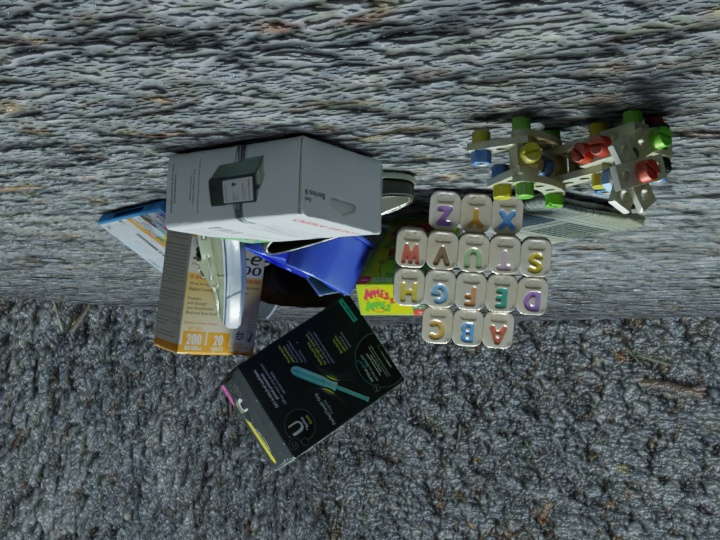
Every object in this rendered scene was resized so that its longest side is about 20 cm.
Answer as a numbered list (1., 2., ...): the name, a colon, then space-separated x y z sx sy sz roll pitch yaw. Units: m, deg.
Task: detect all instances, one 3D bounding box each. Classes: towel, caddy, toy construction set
1. towel: 0.248 -0.073 1.520 0.197 0.035 0.191 9 168 -35
2. caddy: -0.063 -0.046 1.488 0.140 0.107 0.200 21 176 23
3. toy construction set: 0.201 -0.100 1.014 0.129 0.094 0.199 6 -177 -35

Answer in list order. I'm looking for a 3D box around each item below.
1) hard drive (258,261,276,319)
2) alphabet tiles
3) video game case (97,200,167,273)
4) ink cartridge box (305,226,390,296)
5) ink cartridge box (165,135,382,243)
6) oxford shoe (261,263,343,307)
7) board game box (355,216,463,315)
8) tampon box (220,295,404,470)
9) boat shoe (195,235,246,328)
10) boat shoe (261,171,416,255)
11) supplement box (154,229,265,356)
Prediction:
1. hard drive: -0.177 0.013 1.775 0.132 0.043 0.201 10 150 -9
2. alphabet tiles: 0.140 0.001 1.432 0.196 0.199 0.015 4 -165 2
3. video game case: -0.285 -0.044 1.663 0.143 0.018 0.198 41 154 -28
4. ink cartridge box: 0.000 0.000 1.643 0.197 0.049 0.146 -12 -144 -24
5. ink cartridge box: -0.092 -0.082 1.234 0.197 0.086 0.145 -3 172 37
6. oxford shoe: -0.095 0.023 1.684 0.070 0.073 0.199 -21 160 29
7. board game box: 0.071 -0.009 1.556 0.100 0.048 0.201 -1 -152 20
8. tampon box: -0.070 0.159 1.608 0.198 0.151 0.126 -32 175 -24
9. boat shoe: -0.182 -0.018 1.475 0.061 0.203 0.072 1 -152 1
10. boat shoe: -0.027 -0.066 1.344 0.198 0.061 0.072 -12 155 14
11. supplement box: -0.202 0.011 1.555 0.124 0.204 0.073 5 -177 -39
